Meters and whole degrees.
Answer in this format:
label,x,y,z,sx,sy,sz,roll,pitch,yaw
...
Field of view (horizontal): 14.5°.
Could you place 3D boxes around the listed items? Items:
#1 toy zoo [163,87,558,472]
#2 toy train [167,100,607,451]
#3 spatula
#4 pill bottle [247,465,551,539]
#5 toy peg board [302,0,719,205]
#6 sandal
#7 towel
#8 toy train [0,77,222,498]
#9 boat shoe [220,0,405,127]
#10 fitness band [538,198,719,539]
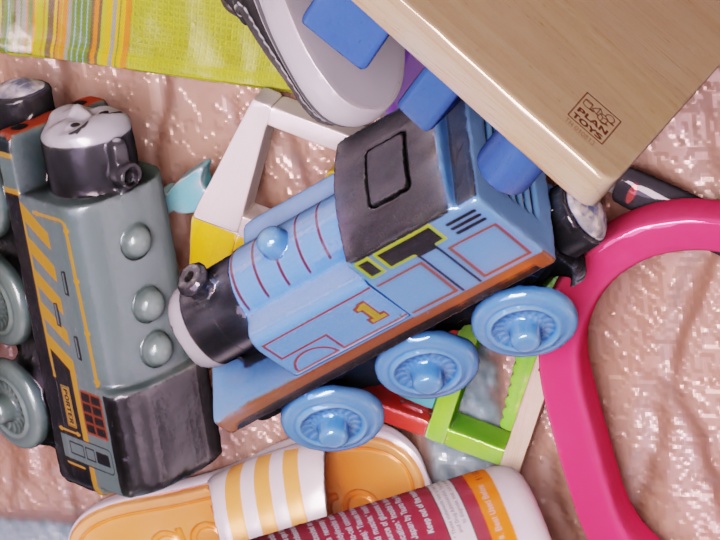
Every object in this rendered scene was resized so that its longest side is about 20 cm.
label,x,y,z,sx,sy,sz,roll,pitch,yaw
toy zoo,0.000,0.000,1.295,0.199,0.020,0.132,20,117,8
toy train,0.007,0.003,1.216,0.199,0.087,0.114,-28,135,28
spatula,0.101,-0.047,1.247,0.199,0.021,0.057,29,117,9
pill bottle,-0.009,0.167,1.275,0.199,0.113,0.114,-16,105,-6
toy peg board,0.046,-0.120,1.154,0.200,0.199,0.098,41,134,3
sandal,-0.059,0.134,1.358,0.206,0.059,0.080,-17,103,26
towel,-0.080,-0.128,1.292,0.199,0.018,0.087,9,113,18
toy train,-0.125,0.010,1.309,0.114,0.085,0.201,15,120,46
boat shoe,-0.039,-0.141,1.217,0.057,0.068,0.201,-41,60,39
fitness band,0.156,0.064,1.250,0.143,0.037,0.201,-8,111,21
